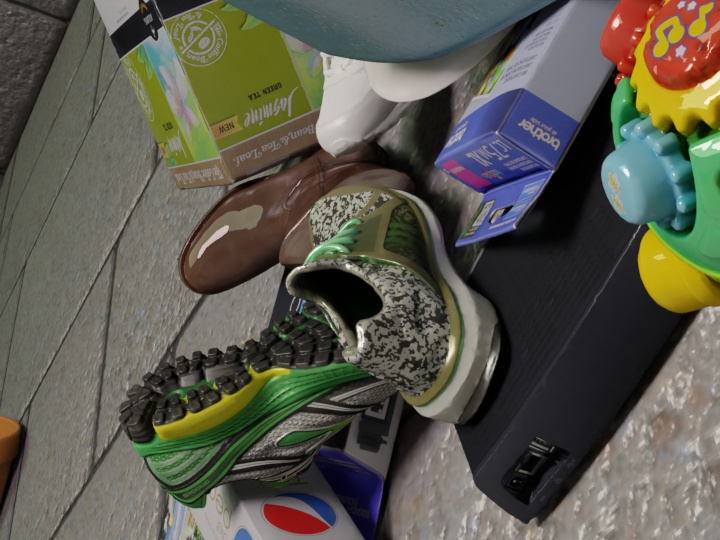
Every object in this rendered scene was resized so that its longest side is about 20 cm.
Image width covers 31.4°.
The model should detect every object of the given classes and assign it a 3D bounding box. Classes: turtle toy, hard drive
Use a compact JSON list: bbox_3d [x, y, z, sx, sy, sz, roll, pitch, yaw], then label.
[{"bbox_3d":[0.146,-0.083,0.470,0.146,0.101,0.200,-24,50,42],"label":"turtle toy"},{"bbox_3d":[0.100,0.009,0.626,0.200,0.042,0.135,-61,24,25],"label":"hard drive"}]

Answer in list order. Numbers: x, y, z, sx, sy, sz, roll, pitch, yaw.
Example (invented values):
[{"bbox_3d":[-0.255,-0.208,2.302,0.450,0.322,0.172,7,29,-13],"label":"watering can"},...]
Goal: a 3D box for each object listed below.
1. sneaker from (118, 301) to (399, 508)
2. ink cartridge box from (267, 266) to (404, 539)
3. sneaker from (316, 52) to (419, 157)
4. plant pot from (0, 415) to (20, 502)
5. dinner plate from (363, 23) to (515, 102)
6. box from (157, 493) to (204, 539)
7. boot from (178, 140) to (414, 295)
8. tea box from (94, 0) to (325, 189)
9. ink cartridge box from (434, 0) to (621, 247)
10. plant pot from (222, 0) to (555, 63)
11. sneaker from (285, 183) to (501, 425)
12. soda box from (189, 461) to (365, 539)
[{"bbox_3d":[-0.035,0.075,0.758,0.078,0.200,0.085,-111,1,-61],"label":"sneaker"},{"bbox_3d":[-0.025,0.079,0.875,0.198,0.043,0.200,-9,66,66],"label":"ink cartridge box"},{"bbox_3d":[-0.006,-0.163,0.881,0.078,0.099,0.200,-23,36,35],"label":"sneaker"},{"bbox_3d":[-0.628,0.309,1.971,0.200,0.200,0.140,-158,70,-68],"label":"plant pot"},{"bbox_3d":[0.057,-0.191,0.743,0.200,0.024,0.200,-42,33,36],"label":"dinner plate"},{"bbox_3d":[-0.124,0.227,0.958,0.137,0.040,0.200,-123,44,-62],"label":"box"},{"bbox_3d":[-0.051,-0.022,0.864,0.186,0.064,0.200,-38,16,6],"label":"boot"},{"bbox_3d":[-0.107,-0.178,1.022,0.197,0.134,0.200,66,164,-9],"label":"tea box"},{"bbox_3d":[0.097,-0.108,0.645,0.200,0.042,0.119,-62,8,-7],"label":"ink cartridge box"},{"bbox_3d":[-0.003,-0.218,0.649,0.200,0.196,0.197,-32,41,53],"label":"plant pot"},{"bbox_3d":[0.000,0.000,0.676,0.077,0.089,0.200,-62,31,15],"label":"sneaker"},{"bbox_3d":[-0.053,0.160,0.789,0.200,0.064,0.068,-133,47,-55],"label":"soda box"}]
